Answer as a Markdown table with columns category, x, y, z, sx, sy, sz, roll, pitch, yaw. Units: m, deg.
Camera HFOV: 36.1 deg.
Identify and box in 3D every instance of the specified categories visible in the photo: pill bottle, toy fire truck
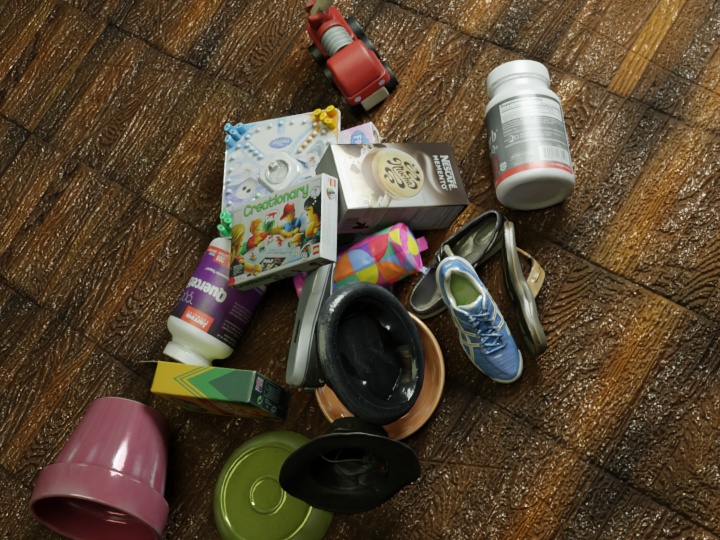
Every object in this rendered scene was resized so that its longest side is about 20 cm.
| category | x | y | z | sx | sy | sz | roll | pitch | yaw |
| --- | --- | --- | --- | --- | --- | --- | --- | --- | --- |
| pill bottle | 0.246 | -0.201 | 1.636 | 0.116 | 0.116 | 0.200 | -12 | 66 | 16 |
| pill bottle | -0.224 | 0.057 | 1.717 | 0.112 | 0.112 | 0.200 | 22 | 78 | 27 |
| toy fire truck | -0.026 | -0.374 | 1.759 | 0.129 | 0.200 | 0.176 | -34 | 62 | 6 |

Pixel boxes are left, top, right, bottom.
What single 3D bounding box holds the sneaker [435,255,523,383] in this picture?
| category | x | y | z | sx | sy | sz | roll | pitch | yaw |
| --- | --- | --- | --- | --- | --- | --- | --- | --- | --- |
| sneaker | 0.163 | 0.073 | 1.560 | 0.076 | 0.077 | 0.200 | -32 | 87 | 6 |

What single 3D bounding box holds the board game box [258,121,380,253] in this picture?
| category | x | y | z | sx | sy | sz | roll | pitch | yaw |
| --- | --- | --- | --- | --- | --- | --- | --- | --- | --- |
| board game box | -0.054 | -0.113 | 1.735 | 0.199 | 0.041 | 0.200 | -16 | 65 | 14 |

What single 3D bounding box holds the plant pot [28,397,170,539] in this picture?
| category | x | y | z | sx | sy | sz | roll | pitch | yaw |
| --- | --- | --- | --- | --- | --- | --- | --- | --- | --- |
| plant pot | -0.369 | 0.297 | 1.650 | 0.200 | 0.200 | 0.179 | -1 | 53 | 21 |

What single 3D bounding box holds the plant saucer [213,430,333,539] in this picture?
| category | x | y | z | sx | sy | sz | roll | pitch | yaw |
| --- | --- | --- | --- | --- | --- | --- | --- | --- | --- |
| plant saucer | -0.133 | 0.331 | 1.625 | 0.200 | 0.031 | 0.200 | -7 | 68 | 19 |

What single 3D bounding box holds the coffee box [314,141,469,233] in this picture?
| category | x | y | z | sx | sy | sz | roll | pitch | yaw |
| --- | --- | --- | --- | --- | --- | --- | --- | --- | --- |
| coffee box | 0.047 | -0.124 | 1.641 | 0.200 | 0.080 | 0.113 | -4 | 65 | -24 |

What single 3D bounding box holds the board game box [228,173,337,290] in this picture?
| category | x | y | z | sx | sy | sz | roll | pitch | yaw |
| --- | --- | --- | --- | --- | --- | --- | --- | --- | --- |
| board game box | -0.113 | -0.053 | 1.604 | 0.200 | 0.035 | 0.127 | -17 | 64 | 41 |

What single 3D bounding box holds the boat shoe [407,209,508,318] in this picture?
| category | x | y | z | sx | sy | sz | roll | pitch | yaw |
| --- | --- | --- | --- | --- | --- | --- | --- | --- | --- |
| boat shoe | 0.140 | -0.015 | 1.633 | 0.200 | 0.065 | 0.072 | -44 | 63 | 1 |

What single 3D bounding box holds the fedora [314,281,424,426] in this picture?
| category | x | y | z | sx | sy | sz | roll | pitch | yaw |
| --- | --- | --- | --- | --- | --- | --- | --- | --- | --- |
| fedora | -0.005 | 0.118 | 1.532 | 0.092 | 0.200 | 0.201 | -17 | 61 | 48 |

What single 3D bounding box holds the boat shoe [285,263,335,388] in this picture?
| category | x | y | z | sx | sy | sz | roll | pitch | yaw |
| --- | --- | --- | --- | --- | --- | --- | --- | --- | --- |
| boat shoe | -0.055 | 0.074 | 1.592 | 0.066 | 0.070 | 0.200 | 12 | 87 | -15 |

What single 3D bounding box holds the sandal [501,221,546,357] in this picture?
| category | x | y | z | sx | sy | sz | roll | pitch | yaw |
| --- | --- | --- | --- | --- | --- | --- | --- | --- | --- |
| sandal | 0.240 | 0.024 | 1.575 | 0.054 | 0.082 | 0.200 | -12 | 65 | -4 |

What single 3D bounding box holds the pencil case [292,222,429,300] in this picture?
| category | x | y | z | sx | sy | sz | roll | pitch | yaw |
| --- | --- | --- | --- | --- | --- | --- | --- | --- | --- |
| pencil case | 0.000 | 0.000 | 1.640 | 0.200 | 0.088 | 0.089 | -23 | 63 | 18 |

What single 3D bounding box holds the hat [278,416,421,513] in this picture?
| category | x | y | z | sx | sy | sz | roll | pitch | yaw |
| --- | --- | --- | --- | --- | --- | --- | --- | --- | --- |
| hat | -0.018 | 0.254 | 1.538 | 0.200 | 0.201 | 0.081 | -17 | 47 | 14 |

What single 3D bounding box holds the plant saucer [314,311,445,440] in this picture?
| category | x | y | z | sx | sy | sz | roll | pitch | yaw |
| --- | --- | --- | --- | --- | --- | --- | --- | --- | --- |
| plant saucer | 0.028 | 0.150 | 1.604 | 0.200 | 0.037 | 0.201 | -3 | 82 | 20 |

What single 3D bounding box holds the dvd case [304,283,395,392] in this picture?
| category | x | y | z | sx | sy | sz | roll | pitch | yaw |
| --- | --- | --- | --- | --- | --- | --- | --- | --- | --- |
| dvd case | -0.015 | 0.081 | 1.681 | 0.146 | 0.022 | 0.200 | -6 | 67 | 19 |

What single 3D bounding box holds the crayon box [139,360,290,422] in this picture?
| category | x | y | z | sx | sy | sz | roll | pitch | yaw |
| --- | --- | --- | --- | --- | --- | --- | --- | --- | --- |
| crayon box | -0.223 | 0.181 | 1.664 | 0.200 | 0.127 | 0.051 | 4 | 71 | 23 |

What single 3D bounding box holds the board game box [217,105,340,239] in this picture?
| category | x | y | z | sx | sy | sz | roll | pitch | yaw |
| --- | --- | --- | --- | --- | --- | --- | --- | --- | --- |
| board game box | -0.130 | -0.157 | 1.744 | 0.200 | 0.026 | 0.200 | -7 | 67 | 19 |
